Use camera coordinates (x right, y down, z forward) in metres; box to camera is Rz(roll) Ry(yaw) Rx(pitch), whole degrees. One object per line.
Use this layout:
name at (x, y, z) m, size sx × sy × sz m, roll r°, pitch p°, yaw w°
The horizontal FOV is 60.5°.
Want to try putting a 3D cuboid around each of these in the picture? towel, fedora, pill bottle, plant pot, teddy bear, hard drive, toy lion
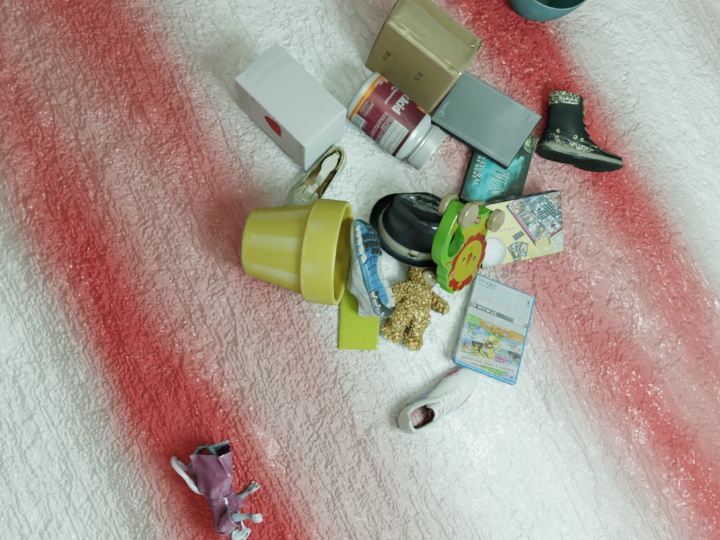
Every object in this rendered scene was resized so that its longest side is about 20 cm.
towel at (-0.001, 0.063, 1.274) m, size 0.085 × 0.018 × 0.202 m, roll 1°, pitch 83°, yaw 9°
fedora at (0.121, -0.103, 1.259) m, size 0.199 × 0.092 × 0.202 m, roll 7°, pitch 58°, yaw -12°
pill bottle at (0.075, -0.309, 1.296) m, size 0.200 × 0.114 × 0.114 m, roll 38°, pitch 78°, yaw -4°
plant pot at (0.409, -0.646, 1.392) m, size 0.198 × 0.135 × 0.202 m, roll 1°, pitch 82°, yaw -10°
teddy bear at (0.115, 0.067, 1.276) m, size 0.145 × 0.067 × 0.201 m, roll 39°, pitch 78°, yaw -6°
hard drive at (0.273, -0.330, 1.351) m, size 0.199 × 0.033 × 0.140 m, roll 34°, pitch 81°, yaw 10°
plant pot at (-0.122, -0.045, 1.192) m, size 0.187 × 0.201 × 0.203 m, roll 8°, pitch 81°, yaw 7°
toy lion at (0.200, -0.045, 1.223) m, size 0.068 × 0.199 × 0.193 m, roll 30°, pitch 106°, yaw 32°

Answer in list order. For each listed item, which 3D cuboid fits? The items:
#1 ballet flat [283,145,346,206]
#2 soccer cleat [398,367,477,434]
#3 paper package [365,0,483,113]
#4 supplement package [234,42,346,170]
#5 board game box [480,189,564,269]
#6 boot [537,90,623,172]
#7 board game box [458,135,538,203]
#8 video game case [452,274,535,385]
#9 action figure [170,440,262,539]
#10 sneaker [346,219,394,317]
ballet flat at (-0.097, -0.179, 1.273) m, size 0.067 × 0.062 × 0.201 m, roll 33°, pitch 78°, yaw -4°
soccer cleat at (0.167, 0.267, 1.248) m, size 0.199 × 0.086 × 0.070 m, roll -34°, pitch 89°, yaw -13°
paper package at (0.125, -0.450, 1.280) m, size 0.190 × 0.200 × 0.104 m, roll 37°, pitch 78°, yaw -4°
supplement package at (-0.140, -0.327, 1.245) m, size 0.200 × 0.121 × 0.120 m, roll 44°, pitch 77°, yaw 6°
board game box at (0.341, -0.090, 1.334) m, size 0.198 × 0.035 × 0.137 m, roll -11°, pitch 104°, yaw -12°
boot at (0.506, -0.314, 1.397) m, size 0.202 × 0.073 × 0.155 m, roll 12°, pitch 78°, yaw -8°
board game box at (0.306, -0.226, 1.370) m, size 0.134 × 0.028 × 0.202 m, roll 20°, pitch 79°, yaw -6°
video game case at (0.285, 0.124, 1.309) m, size 0.142 × 0.018 × 0.201 m, roll 22°, pitch 70°, yaw -7°
action figure at (-0.257, 0.419, 1.126) m, size 0.148 × 0.134 × 0.202 m, roll -14°, pitch 82°, yaw -11°
sneaker at (0.000, 0.000, 1.232) m, size 0.075 × 0.086 × 0.202 m, roll -8°, pitch 86°, yaw -50°
